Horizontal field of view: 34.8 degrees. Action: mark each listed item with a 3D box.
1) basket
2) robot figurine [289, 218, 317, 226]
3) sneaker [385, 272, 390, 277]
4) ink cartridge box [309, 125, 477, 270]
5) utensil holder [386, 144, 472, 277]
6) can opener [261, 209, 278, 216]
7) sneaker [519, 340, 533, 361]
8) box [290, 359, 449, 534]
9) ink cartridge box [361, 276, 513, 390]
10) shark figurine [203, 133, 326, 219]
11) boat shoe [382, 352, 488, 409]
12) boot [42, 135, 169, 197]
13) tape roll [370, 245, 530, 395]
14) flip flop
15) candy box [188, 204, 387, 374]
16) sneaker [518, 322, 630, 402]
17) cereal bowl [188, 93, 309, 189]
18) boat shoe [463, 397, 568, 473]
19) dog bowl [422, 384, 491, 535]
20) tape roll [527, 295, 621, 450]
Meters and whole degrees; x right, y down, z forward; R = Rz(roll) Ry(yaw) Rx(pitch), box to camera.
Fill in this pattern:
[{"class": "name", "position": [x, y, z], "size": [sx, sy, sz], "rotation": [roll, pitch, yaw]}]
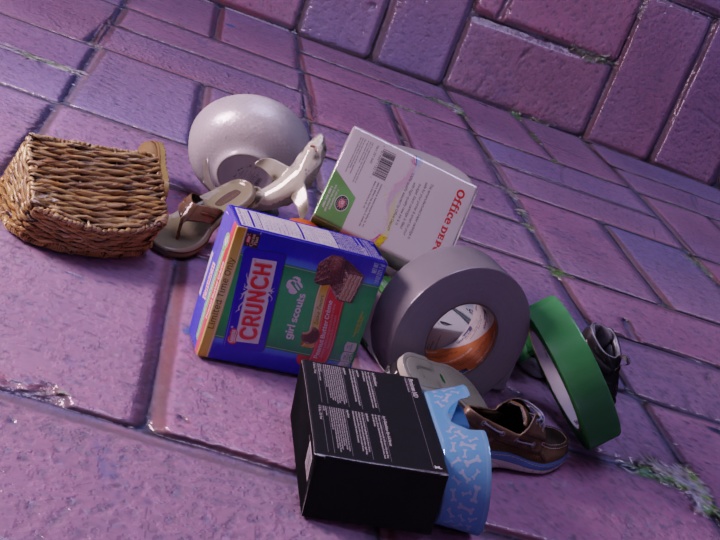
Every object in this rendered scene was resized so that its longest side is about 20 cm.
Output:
[{"class": "basket", "position": [-0.372, -0.073, 1.525], "size": [0.198, 0.149, 0.144], "rotation": [6, 57, -37]}, {"class": "robot figurine", "position": [-0.075, 0.007, 1.557], "size": [0.143, 0.118, 0.200], "rotation": [15, 19, -36]}, {"class": "sneaker", "position": [0.000, 0.000, 1.672], "size": [0.198, 0.100, 0.078], "rotation": [24, 19, 5]}, {"class": "ink cartridge box", "position": [0.045, -0.089, 1.624], "size": [0.198, 0.146, 0.084], "rotation": [26, -13, -3]}, {"class": "utensil holder", "position": [0.067, -0.072, 1.783], "size": [0.168, 0.202, 0.170], "rotation": [19, 20, -7]}, {"class": "can opener", "position": [-0.148, -0.053, 1.710], "size": [0.066, 0.054, 0.200], "rotation": [5, 16, 13]}, {"class": "sneaker", "position": [0.189, 0.079, 1.693], "size": [0.083, 0.075, 0.199], "rotation": [-41, 35, -23]}, {"class": "box", "position": [0.004, 0.182, 1.217], "size": [0.139, 0.080, 0.200], "rotation": [8, 22, -10]}, {"class": "ink cartridge box", "position": [0.104, 0.085, 1.585], "size": [0.198, 0.084, 0.147], "rotation": [11, 23, -31]}, {"class": "shark figurine", "position": [-0.142, -0.118, 1.758], "size": [0.212, 0.130, 0.089], "rotation": [-13, -14, 11]}, {"class": "boat shoe", "position": [0.091, 0.156, 1.407], "size": [0.199, 0.067, 0.072], "rotation": [26, 32, -45]}, {"class": "boot", "position": [-0.397, -0.172, 1.753], "size": [0.198, 0.067, 0.175], "rotation": [12, 21, -23]}, {"class": "tape roll", "position": [0.114, 0.072, 1.452], "size": [0.198, 0.202, 0.066], "rotation": [10, 23, -30]}, {"class": "flip flop", "position": [-0.226, -0.085, 1.645], "size": [0.081, 0.058, 0.199], "rotation": [31, 49, 26]}, {"class": "candy box", "position": [-0.089, 0.031, 1.392], "size": [0.198, 0.171, 0.077], "rotation": [13, 17, -21]}, {"class": "sneaker", "position": [0.309, 0.116, 1.676], "size": [0.075, 0.115, 0.200], "rotation": [1, 28, -45]}, {"class": "cereal bowl", "position": [-0.181, -0.178, 1.832], "size": [0.198, 0.201, 0.084], "rotation": [17, 43, -13]}, {"class": "boat shoe", "position": [0.191, 0.198, 1.395], "size": [0.198, 0.073, 0.072], "rotation": [6, 24, -41]}, {"class": "dog bowl", "position": [0.095, 0.201, 1.245], "size": [0.049, 0.113, 0.200], "rotation": [4, 23, -8]}, {"class": "tape roll", "position": [0.273, 0.133, 1.503], "size": [0.048, 0.202, 0.201], "rotation": [-24, 27, 0]}]
